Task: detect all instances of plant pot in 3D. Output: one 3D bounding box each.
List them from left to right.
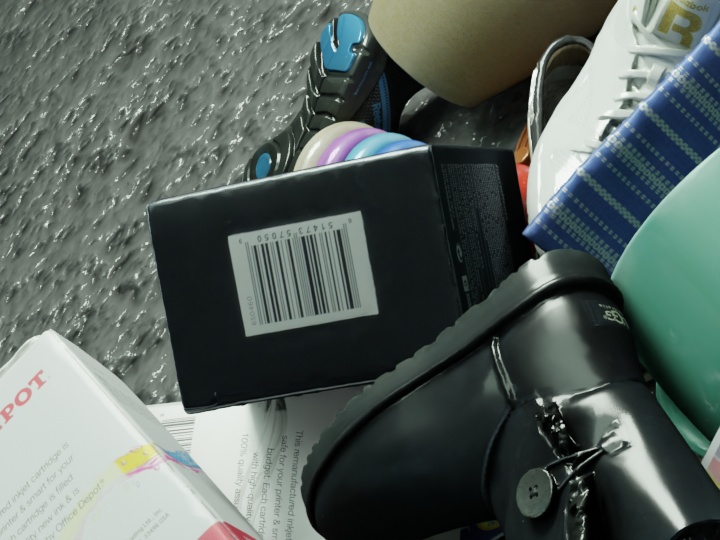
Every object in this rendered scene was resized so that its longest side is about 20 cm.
[{"bbox_3d":[0.101,-0.206,1.116,0.200,0.187,0.188,-50,32,23],"label":"plant pot"}]

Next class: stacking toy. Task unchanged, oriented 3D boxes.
[{"bbox_3d":[0.044,-0.042,1.090,0.200,0.085,0.086,14,70,52],"label":"stacking toy"}]

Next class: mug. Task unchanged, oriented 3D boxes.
[{"bbox_3d":[0.207,0.022,0.803,0.152,0.185,0.114,-38,62,0],"label":"mug"}]

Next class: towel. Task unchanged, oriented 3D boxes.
[{"bbox_3d":[0.195,-0.047,0.870,0.200,0.145,0.024,-46,25,8],"label":"towel"}]

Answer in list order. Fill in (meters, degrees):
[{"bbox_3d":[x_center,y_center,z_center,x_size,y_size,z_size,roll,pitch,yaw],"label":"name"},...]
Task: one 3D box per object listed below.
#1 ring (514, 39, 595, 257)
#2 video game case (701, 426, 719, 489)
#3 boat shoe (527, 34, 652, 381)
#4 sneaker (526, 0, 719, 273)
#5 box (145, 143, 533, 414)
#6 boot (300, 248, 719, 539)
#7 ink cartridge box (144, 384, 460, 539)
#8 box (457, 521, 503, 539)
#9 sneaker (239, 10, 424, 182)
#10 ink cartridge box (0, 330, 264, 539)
[{"bbox_3d":[0.165,-0.087,1.051,0.200,0.019,0.201,-30,39,28],"label":"ring"},{"bbox_3d":[0.144,0.174,0.696,0.201,0.018,0.143,-65,30,10],"label":"video game case"},{"bbox_3d":[0.129,-0.036,0.966,0.074,0.060,0.201,-6,63,4],"label":"boat shoe"},{"bbox_3d":[0.143,-0.098,0.903,0.116,0.073,0.200,108,-178,-62],"label":"sneaker"},{"bbox_3d":[0.000,0.000,0.919,0.148,0.200,0.107,-11,91,17],"label":"box"},{"bbox_3d":[0.061,0.110,0.756,0.200,0.076,0.168,-44,42,26],"label":"boot"},{"bbox_3d":[-0.051,0.144,0.930,0.199,0.084,0.145,-8,60,22],"label":"ink cartridge box"},{"bbox_3d":[0.040,0.097,1.011,0.121,0.032,0.200,-35,38,23],"label":"box"},{"bbox_3d":[-0.018,-0.079,1.214,0.200,0.082,0.073,-56,40,26],"label":"sneaker"},{"bbox_3d":[-0.131,0.149,0.860,0.148,0.086,0.200,-45,54,-1],"label":"ink cartridge box"}]
